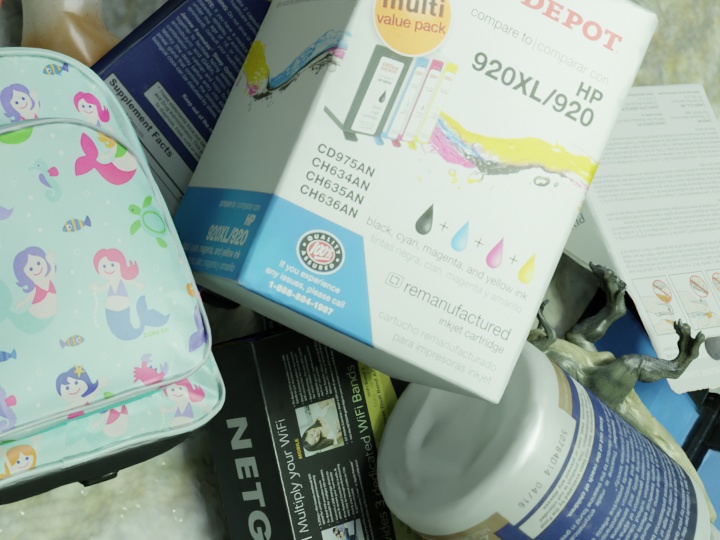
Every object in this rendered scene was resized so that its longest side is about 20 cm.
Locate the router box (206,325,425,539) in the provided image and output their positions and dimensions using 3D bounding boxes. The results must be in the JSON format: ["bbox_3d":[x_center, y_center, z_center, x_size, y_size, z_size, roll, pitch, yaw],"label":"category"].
[{"bbox_3d":[0.004,0.121,1.423,0.157,0.052,0.201,-13,92,-44],"label":"router box"}]

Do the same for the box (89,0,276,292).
[{"bbox_3d":[-0.087,-0.063,1.369,0.200,0.032,0.121,-41,107,-9],"label":"box"}]

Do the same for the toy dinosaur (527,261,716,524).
[{"bbox_3d":[0.141,0.053,1.547,0.200,0.047,0.088,36,86,-9],"label":"toy dinosaur"}]

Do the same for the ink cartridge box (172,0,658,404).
[{"bbox_3d":[0.021,-0.061,1.309,0.147,0.145,0.201,25,85,-19],"label":"ink cartridge box"}]

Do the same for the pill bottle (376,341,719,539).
[{"bbox_3d":[0.110,0.127,1.410,0.200,0.111,0.112,39,50,-34],"label":"pill bottle"}]

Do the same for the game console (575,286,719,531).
[{"bbox_3d":[0.194,0.113,1.587,0.200,0.171,0.119,-53,145,-42],"label":"game console"}]

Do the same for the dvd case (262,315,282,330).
[{"bbox_3d":[0.000,0.000,1.512,0.145,0.022,0.201,1,74,-44],"label":"dvd case"}]

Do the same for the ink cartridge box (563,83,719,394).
[{"bbox_3d":[0.184,-0.016,1.659,0.160,0.050,0.201,-6,70,-46],"label":"ink cartridge box"}]

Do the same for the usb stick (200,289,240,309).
[{"bbox_3d":[-0.056,-0.079,1.414,0.055,0.033,0.201,18,89,1],"label":"usb stick"}]

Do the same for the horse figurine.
[{"bbox_3d":[-0.142,-0.138,1.407,0.132,0.050,0.201,-13,83,-47],"label":"horse figurine"}]

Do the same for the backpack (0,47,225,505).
[{"bbox_3d":[-0.167,-0.001,1.253,0.177,0.151,0.201,-15,80,-24],"label":"backpack"}]
